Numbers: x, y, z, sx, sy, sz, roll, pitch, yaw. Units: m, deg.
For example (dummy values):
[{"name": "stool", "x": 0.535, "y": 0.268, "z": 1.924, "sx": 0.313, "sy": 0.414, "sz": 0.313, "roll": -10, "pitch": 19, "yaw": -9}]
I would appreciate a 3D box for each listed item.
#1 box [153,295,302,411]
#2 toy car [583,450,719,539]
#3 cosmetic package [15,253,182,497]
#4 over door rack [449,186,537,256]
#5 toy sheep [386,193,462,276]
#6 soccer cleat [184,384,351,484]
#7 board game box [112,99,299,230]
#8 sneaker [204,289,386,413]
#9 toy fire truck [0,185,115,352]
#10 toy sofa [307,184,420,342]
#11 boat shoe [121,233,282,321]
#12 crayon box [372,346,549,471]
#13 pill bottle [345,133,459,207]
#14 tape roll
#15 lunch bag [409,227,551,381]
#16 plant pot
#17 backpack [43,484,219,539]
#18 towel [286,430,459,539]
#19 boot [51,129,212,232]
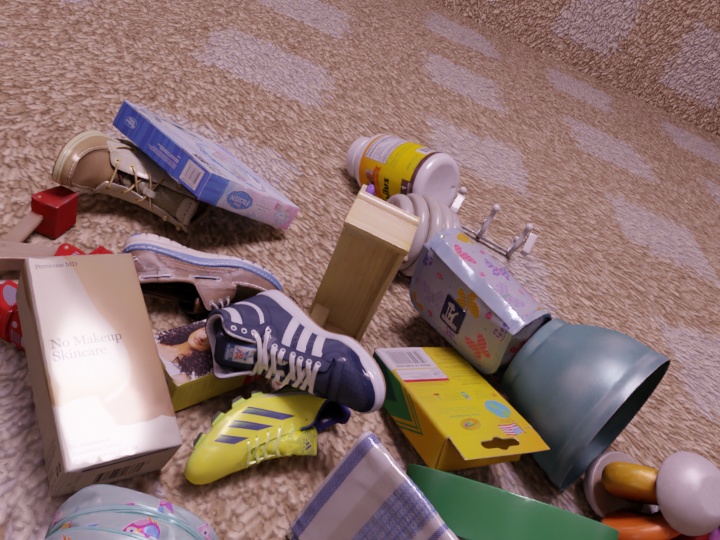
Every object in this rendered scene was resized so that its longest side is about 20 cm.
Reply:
[{"name": "box", "x": -0.140, "y": 0.089, "z": 0.720, "sx": 0.198, "sy": 0.051, "sz": 0.075, "roll": -16, "pitch": 53, "yaw": -45}, {"name": "toy car", "x": 0.359, "y": 0.291, "z": 0.720, "sx": 0.197, "sy": 0.175, "sz": 0.152, "roll": 17, "pitch": 70, "yaw": -14}, {"name": "cosmetic package", "x": -0.244, "y": 0.088, "z": 0.588, "sx": 0.104, "sy": 0.071, "sz": 0.202, "roll": -6, "pitch": 62, "yaw": -39}, {"name": "over door rack", "x": 0.225, "y": -0.086, "z": 1.102, "sx": 0.146, "sy": 0.067, "sz": 0.200, "roll": 29, "pitch": 3, "yaw": 4}, {"name": "toy sheep", "x": 0.093, "y": -0.050, "z": 0.986, "sx": 0.198, "sy": 0.139, "sz": 0.139, "roll": 16, "pitch": 35, "yaw": -28}, {"name": "soccer cleat", "x": -0.085, "y": 0.163, "z": 0.647, "sx": 0.084, "sy": 0.065, "sz": 0.199, "roll": 42, "pitch": 37, "yaw": 21}, {"name": "board game box", "x": -0.210, "y": -0.143, "z": 0.893, "sx": 0.199, "sy": 0.044, "sz": 0.198, "roll": 39, "pitch": 11, "yaw": 27}, {"name": "sneaker", "x": -0.074, "y": 0.090, "z": 0.639, "sx": 0.199, "sy": 0.071, "sz": 0.108, "roll": 32, "pitch": 29, "yaw": 34}, {"name": "toy fire truck", "x": -0.350, "y": -0.009, "z": 0.707, "sx": 0.140, "sy": 0.049, "sz": 0.201, "roll": 29, "pitch": 36, "yaw": 3}, {"name": "toy sofa", "x": 0.000, "y": 0.000, "z": 0.794, "sx": 0.082, "sy": 0.201, "sz": 0.098, "roll": 25, "pitch": 39, "yaw": 0}, {"name": "boat shoe", "x": -0.188, "y": 0.023, "z": 0.765, "sx": 0.197, "sy": 0.072, "sz": 0.073, "roll": 16, "pitch": 54, "yaw": -24}, {"name": "crayon box", "x": 0.105, "y": 0.163, "z": 0.742, "sx": 0.125, "sy": 0.052, "sz": 0.200, "roll": 4, "pitch": 25, "yaw": -30}, {"name": "pill bottle", "x": 0.066, "y": -0.170, "z": 1.106, "sx": 0.108, "sy": 0.111, "sz": 0.199, "roll": -11, "pitch": 29, "yaw": -41}, {"name": "tape roll", "x": 0.133, "y": 0.234, "z": 0.595, "sx": 0.198, "sy": 0.200, "sz": 0.049, "roll": 21, "pitch": 73, "yaw": -9}, {"name": "lunch bag", "x": 0.156, "y": 0.047, "z": 0.846, "sx": 0.170, "sy": 0.127, "sz": 0.200, "roll": 46, "pitch": -1, "yaw": 24}, {"name": "plant pot", "x": 0.260, "y": 0.145, "z": 0.787, "sx": 0.199, "sy": 0.202, "sz": 0.134, "roll": -15, "pitch": 46, "yaw": -44}, {"name": "backpack", "x": -0.161, "y": 0.233, "z": 0.389, "sx": 0.164, "sy": 0.202, "sz": 0.128, "roll": 16, "pitch": 36, "yaw": -13}, {"name": "towel", "x": 0.029, "y": 0.254, "z": 0.539, "sx": 0.200, "sy": 0.148, "sz": 0.024, "roll": 46, "pitch": 25, "yaw": 25}, {"name": "boot", "x": -0.284, "y": -0.109, "z": 0.828, "sx": 0.153, "sy": 0.073, "sz": 0.200, "roll": 32, "pitch": 12, "yaw": 2}]
